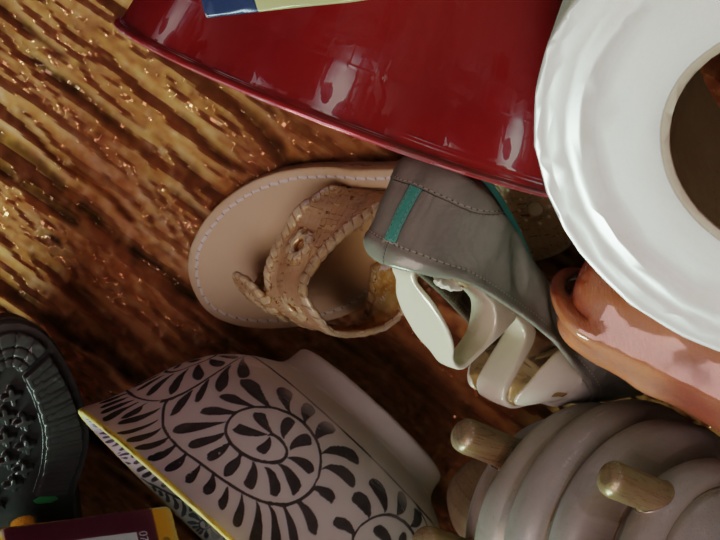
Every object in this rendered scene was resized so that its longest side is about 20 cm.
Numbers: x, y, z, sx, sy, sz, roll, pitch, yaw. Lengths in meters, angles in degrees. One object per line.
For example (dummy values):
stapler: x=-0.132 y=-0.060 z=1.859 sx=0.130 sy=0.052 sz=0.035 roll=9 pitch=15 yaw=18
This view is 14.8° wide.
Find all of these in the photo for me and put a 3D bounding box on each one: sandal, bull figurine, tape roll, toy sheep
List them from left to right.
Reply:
sandal: x=-0.002 y=-0.005 z=1.226 sx=0.211 sy=0.070 sz=0.078 roll=-14 pitch=113 yaw=29
toy sheep: x=0.111 y=0.118 z=1.171 sx=0.200 sy=0.138 sz=0.139 roll=20 pitch=132 yaw=49
bull figurine: x=0.172 y=0.038 z=1.143 sx=0.199 sy=0.122 sz=0.065 roll=32 pitch=129 yaw=-5
tape roll: x=0.165 y=-0.063 z=1.001 sx=0.201 sy=0.071 sz=0.203 roll=9 pitch=129 yaw=11

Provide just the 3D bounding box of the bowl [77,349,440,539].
bowl: x=-0.026 y=0.099 z=1.265 sx=0.201 sy=0.094 sz=0.201 roll=41 pitch=171 yaw=8

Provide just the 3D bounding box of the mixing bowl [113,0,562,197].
mixing bowl: x=0.013 y=-0.113 z=1.101 sx=0.199 sy=0.200 sz=0.109 roll=22 pitch=99 yaw=9

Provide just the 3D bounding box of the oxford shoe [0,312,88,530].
oxford shoe: x=-0.171 y=0.086 z=1.336 sx=0.072 sy=0.085 sz=0.201 roll=-11 pitch=136 yaw=-12

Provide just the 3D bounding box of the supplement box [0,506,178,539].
supplement box: x=-0.128 y=0.220 z=1.344 sx=0.085 sy=0.111 sz=0.201 roll=-6 pitch=140 yaw=-13

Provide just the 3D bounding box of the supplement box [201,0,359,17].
supplement box: x=0.055 y=-0.190 z=0.914 sx=0.199 sy=0.200 sz=0.135 roll=-5 pitch=116 yaw=21

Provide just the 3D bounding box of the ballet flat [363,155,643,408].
ballet flat: x=0.058 y=0.022 z=1.169 sx=0.067 sy=0.064 sz=0.200 roll=18 pitch=161 yaw=38
